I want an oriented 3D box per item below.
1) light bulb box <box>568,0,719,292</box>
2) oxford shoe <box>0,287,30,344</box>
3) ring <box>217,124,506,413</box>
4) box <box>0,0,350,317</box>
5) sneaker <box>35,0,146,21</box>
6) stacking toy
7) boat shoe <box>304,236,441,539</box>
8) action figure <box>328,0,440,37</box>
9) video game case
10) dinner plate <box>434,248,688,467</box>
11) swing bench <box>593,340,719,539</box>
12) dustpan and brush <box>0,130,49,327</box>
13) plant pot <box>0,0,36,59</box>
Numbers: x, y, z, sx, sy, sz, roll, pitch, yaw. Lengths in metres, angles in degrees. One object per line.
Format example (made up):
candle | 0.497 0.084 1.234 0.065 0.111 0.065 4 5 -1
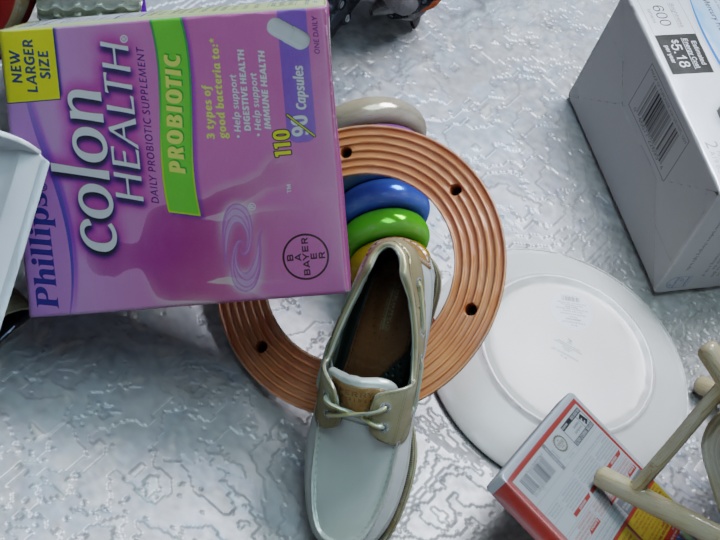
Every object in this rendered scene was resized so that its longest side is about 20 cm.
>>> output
light bulb box | 0.297 -0.103 1.338 0.199 0.125 0.199 -5 58 -23
oxford shoe | -0.261 0.068 1.039 0.074 0.071 0.201 28 51 -3
ring | 0.000 0.000 1.154 0.199 0.019 0.202 -4 73 14
box | -0.111 -0.073 1.086 0.199 0.177 0.097 -4 11 0
sneaker | -0.177 -0.181 1.173 0.069 0.201 0.100 0 51 -5
stacking toy | 0.020 -0.017 1.205 0.085 0.085 0.201 0 61 -20
boat shoe | 0.002 0.077 1.083 0.074 0.068 0.201 7 82 14
action figure | 0.023 -0.224 1.300 0.104 0.194 0.201 32 82 11
video game case | 0.177 0.178 1.109 0.200 0.017 0.143 46 30 5
dinner plate | 0.143 0.063 1.225 0.199 0.024 0.201 11 52 -14
swing bench | 0.294 0.129 1.131 0.200 0.130 0.199 42 31 13
dustpan and brush | -0.297 -0.032 1.007 0.199 0.057 0.140 11 75 11
plant pot | -0.313 -0.213 1.119 0.200 0.201 0.182 -29 58 -34
